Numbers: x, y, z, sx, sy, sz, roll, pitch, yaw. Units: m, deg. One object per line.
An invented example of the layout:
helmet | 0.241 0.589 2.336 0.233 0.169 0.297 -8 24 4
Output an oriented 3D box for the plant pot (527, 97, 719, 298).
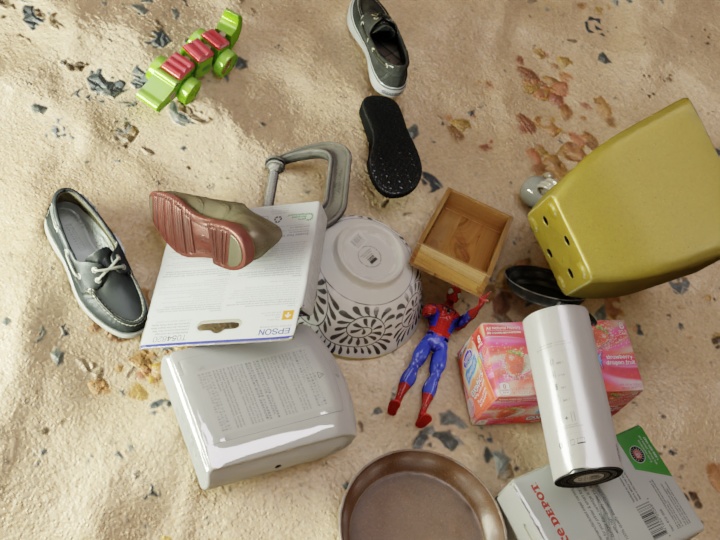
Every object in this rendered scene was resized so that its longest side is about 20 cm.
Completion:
plant pot | 0.326 -0.065 1.493 0.200 0.196 0.194 -23 83 -11

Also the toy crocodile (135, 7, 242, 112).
toy crocodile | -0.226 -0.282 1.626 0.067 0.062 0.200 39 56 8

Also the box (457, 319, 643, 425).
box | 0.234 0.125 1.497 0.200 0.095 0.103 0 61 -18

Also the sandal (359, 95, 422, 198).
sandal | 0.038 -0.161 1.652 0.075 0.048 0.201 6 45 -13

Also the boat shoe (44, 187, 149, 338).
boat shoe | -0.313 -0.010 1.426 0.076 0.060 0.200 -31 72 -32

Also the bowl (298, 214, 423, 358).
bowl | 0.000 0.000 1.498 0.201 0.094 0.201 10 57 -16

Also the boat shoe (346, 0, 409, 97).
boat shoe | 0.032 -0.338 1.741 0.069 0.057 0.200 -2 53 -21

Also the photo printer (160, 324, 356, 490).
photo printer | -0.110 0.150 1.385 0.200 0.069 0.166 -13 62 -25

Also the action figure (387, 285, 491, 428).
action figure | 0.099 0.084 1.483 0.065 0.099 0.200 25 52 -3

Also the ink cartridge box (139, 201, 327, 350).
ink cartridge box | -0.146 0.014 1.421 0.199 0.041 0.200 -4 53 18

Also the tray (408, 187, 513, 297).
tray | 0.132 -0.039 1.552 0.099 0.037 0.200 25 29 4

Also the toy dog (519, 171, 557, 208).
toy dog | 0.328 -0.086 1.657 0.200 0.132 0.096 39 77 -3

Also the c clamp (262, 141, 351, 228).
c clamp | -0.094 -0.097 1.539 0.171 0.027 0.200 -6 43 18

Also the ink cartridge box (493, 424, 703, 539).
ink cartridge box | 0.275 0.289 1.415 0.200 0.083 0.147 -16 65 -26

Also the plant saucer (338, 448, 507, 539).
plant saucer | 0.068 0.301 1.371 0.200 0.034 0.200 8 57 -12

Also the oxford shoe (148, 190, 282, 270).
oxford shoe | -0.175 -0.053 1.427 0.075 0.071 0.200 -25 38 -38

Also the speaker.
speaker | 0.242 0.142 1.387 0.081 0.081 0.200 0 64 -18

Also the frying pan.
frying pan | 0.265 0.036 1.553 0.115 0.031 0.190 -4 26 -39
